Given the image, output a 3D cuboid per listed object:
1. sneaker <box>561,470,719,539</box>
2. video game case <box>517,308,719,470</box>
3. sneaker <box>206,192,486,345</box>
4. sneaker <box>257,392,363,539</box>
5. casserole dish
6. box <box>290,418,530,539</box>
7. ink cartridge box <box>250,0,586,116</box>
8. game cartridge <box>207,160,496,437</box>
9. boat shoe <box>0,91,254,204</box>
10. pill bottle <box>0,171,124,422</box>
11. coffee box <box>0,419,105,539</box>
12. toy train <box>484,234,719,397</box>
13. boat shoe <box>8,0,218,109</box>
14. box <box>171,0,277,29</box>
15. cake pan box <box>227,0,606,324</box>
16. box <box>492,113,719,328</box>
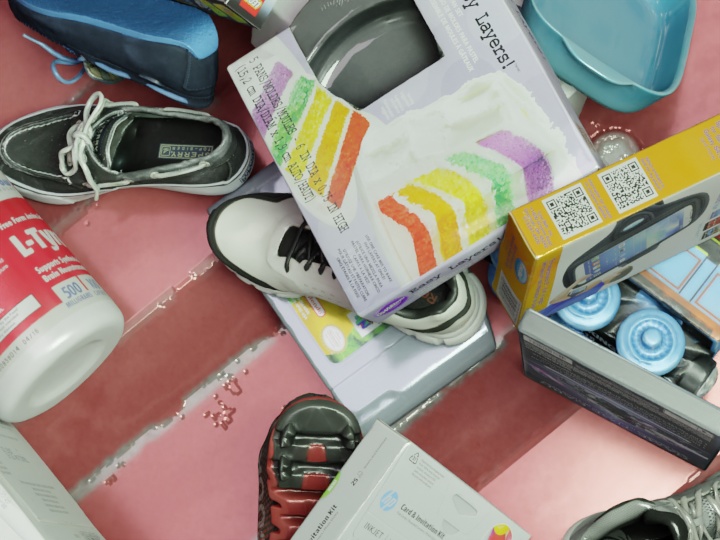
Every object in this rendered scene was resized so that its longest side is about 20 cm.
[{"bbox_3d":[0.226,0.168,1.381,0.198,0.116,0.076,-20,79,3],"label":"sneaker"},{"bbox_3d":[0.167,0.079,1.359,0.142,0.200,0.019,28,84,10],"label":"video game case"},{"bbox_3d":[-0.011,-0.010,1.422,0.198,0.080,0.074,16,84,10],"label":"sneaker"},{"bbox_3d":[-0.037,0.173,1.433,0.070,0.098,0.202,5,104,-5],"label":"sneaker"},{"bbox_3d":[0.164,-0.173,1.431,0.121,0.201,0.039,32,127,-7],"label":"casserole dish"},{"bbox_3d":[0.005,0.216,1.381,0.201,0.156,0.041,-54,44,-3],"label":"box"},{"bbox_3d":[0.041,-0.149,1.455,0.144,0.084,0.200,-41,78,-18],"label":"ink cartridge box"},{"bbox_3d":[0.000,0.000,1.475,0.133,0.040,0.201,-35,79,-4],"label":"game cartridge"},{"bbox_3d":[-0.176,-0.085,1.481,0.197,0.068,0.074,7,79,18],"label":"boat shoe"},{"bbox_3d":[-0.264,-0.003,1.463,0.112,0.112,0.200,-42,79,-2],"label":"pill bottle"},{"bbox_3d":[-0.274,0.219,1.383,0.198,0.200,0.200,-42,79,-2],"label":"coffee box"},{"bbox_3d":[0.171,0.000,1.435,0.199,0.087,0.114,37,77,13],"label":"toy train"},{"bbox_3d":[-0.179,-0.158,1.481,0.084,0.069,0.199,-28,39,-31],"label":"boat shoe"},{"bbox_3d":[-0.104,-0.236,1.462,0.200,0.035,0.111,25,83,53],"label":"box"},{"bbox_3d":[0.034,-0.097,1.354,0.183,0.052,0.201,-29,76,10],"label":"cake pan box"},{"bbox_3d":[0.182,-0.038,1.343,0.199,0.119,0.042,-23,70,-10],"label":"box"}]
